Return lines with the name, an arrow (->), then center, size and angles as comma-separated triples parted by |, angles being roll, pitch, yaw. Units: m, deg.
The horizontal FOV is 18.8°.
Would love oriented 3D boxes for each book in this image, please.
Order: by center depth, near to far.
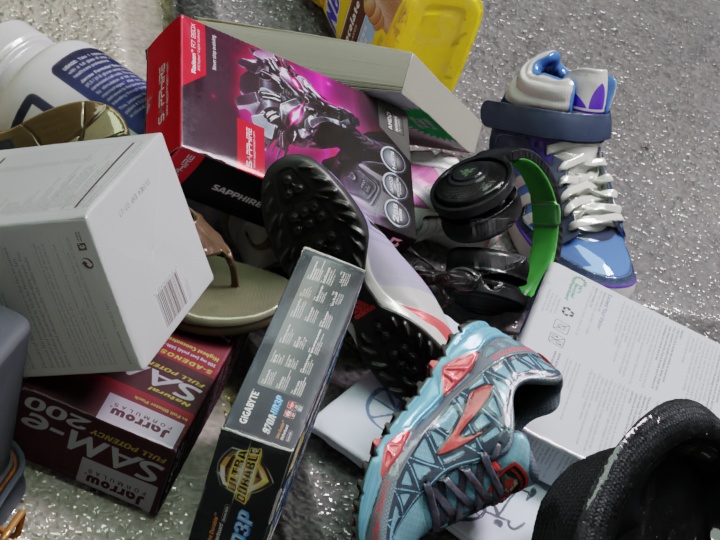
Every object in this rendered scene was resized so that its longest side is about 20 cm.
book -> -0.022, -0.138, 1.670 | 0.199, 0.048, 0.134 | 9, -14, 30

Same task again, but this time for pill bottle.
pill bottle -> -0.196, -0.098, 1.584 | 0.200, 0.111, 0.111 | 35, 37, 20

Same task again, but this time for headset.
headset -> 0.100, -0.021, 1.607 | 0.094, 0.124, 0.200 | 4, 17, 38

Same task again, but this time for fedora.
fedora -> 0.169, 0.178, 1.391 | 0.091, 0.201, 0.200 | 2, 15, 45

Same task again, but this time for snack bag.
snack bag -> 0.087, 0.124, 1.506 | 0.200, 0.021, 0.188 | 35, 37, 15

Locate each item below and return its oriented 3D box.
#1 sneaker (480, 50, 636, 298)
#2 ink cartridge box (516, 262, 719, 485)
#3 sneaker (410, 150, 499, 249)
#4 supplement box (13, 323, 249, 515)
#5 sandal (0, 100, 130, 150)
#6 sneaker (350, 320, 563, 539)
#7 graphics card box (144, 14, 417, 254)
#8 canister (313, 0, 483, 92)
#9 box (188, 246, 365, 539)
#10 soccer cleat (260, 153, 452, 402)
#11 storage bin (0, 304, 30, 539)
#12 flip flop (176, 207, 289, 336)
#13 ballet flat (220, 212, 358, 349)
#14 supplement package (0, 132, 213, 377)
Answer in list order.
sneaker -> 0.171, -0.084, 1.721 | 0.080, 0.147, 0.200 | -4, 41, -31
ink cartridge box -> 0.197, 0.100, 1.542 | 0.199, 0.043, 0.197 | 27, 37, 1
sneaker -> 0.017, -0.048, 1.656 | 0.199, 0.081, 0.088 | 21, 55, -21
supplement box -> -0.145, 0.063, 1.434 | 0.108, 0.061, 0.200 | 22, 35, 2
sandal -> -0.253, -0.065, 1.517 | 0.199, 0.054, 0.081 | -14, 72, 4
sneaker -> 0.065, 0.120, 1.396 | 0.095, 0.079, 0.200 | 22, 60, 21
graphics card box -> -0.055, -0.088, 1.527 | 0.200, 0.051, 0.126 | 22, 45, -29
canister -> 0.026, -0.241, 1.865 | 0.086, 0.149, 0.200 | 3, 40, -24
box -> -0.057, 0.105, 1.334 | 0.046, 0.159, 0.200 | 20, 35, 1
soccer cleat -> 0.000, 0.000, 1.488 | 0.200, 0.068, 0.073 | 53, 20, -15
storage bin -> -0.260, 0.104, 1.253 | 0.145, 0.135, 0.200 | 24, 35, 5
flip flop -> -0.136, -0.020, 1.443 | 0.200, 0.058, 0.081 | 29, 34, 3
ballet flat -> -0.045, -0.008, 1.582 | 0.200, 0.071, 0.071 | 36, 37, 19
supplement package -> -0.215, -0.006, 1.367 | 0.199, 0.110, 0.114 | -4, 29, 26
